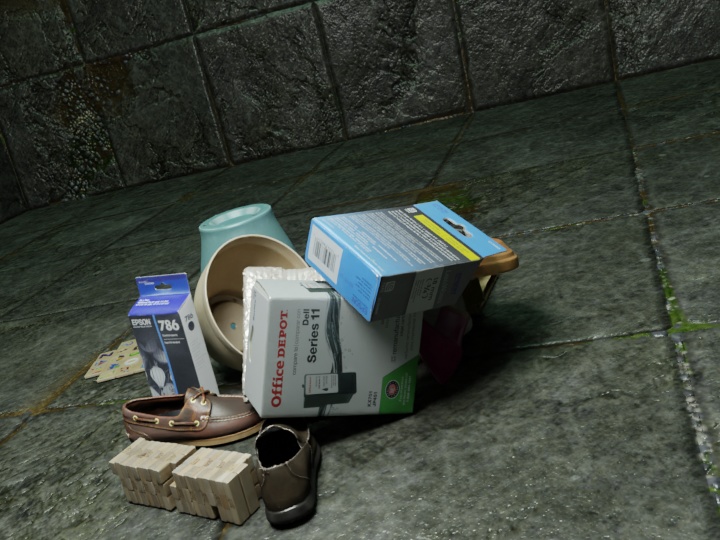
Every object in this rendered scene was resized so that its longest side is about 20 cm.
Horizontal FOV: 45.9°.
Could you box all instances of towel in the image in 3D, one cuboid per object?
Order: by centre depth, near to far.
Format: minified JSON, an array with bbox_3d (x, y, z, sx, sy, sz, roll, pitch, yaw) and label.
[{"bbox_3d":[-0.093,0.082,1.122,0.129,0.035,0.204,0,59,-10],"label":"towel"}]

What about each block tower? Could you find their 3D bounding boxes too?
[{"bbox_3d":[-0.198,0.237,0.968,0.196,0.059,0.054,0,22,36],"label":"block tower"}]

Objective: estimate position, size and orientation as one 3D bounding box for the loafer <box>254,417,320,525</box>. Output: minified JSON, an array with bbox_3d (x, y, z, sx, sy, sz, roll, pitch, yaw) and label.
[{"bbox_3d":[-0.083,0.200,0.954,0.071,0.073,0.200,-16,17,-4],"label":"loafer"}]

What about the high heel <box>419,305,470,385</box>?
[{"bbox_3d":[0.044,0.076,1.121,0.196,0.098,0.067,19,-11,17],"label":"high heel"}]

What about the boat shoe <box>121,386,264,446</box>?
[{"bbox_3d":[-0.219,0.189,1.111,0.195,0.072,0.071,-11,16,8],"label":"boat shoe"}]

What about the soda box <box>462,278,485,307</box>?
[{"bbox_3d":[0.080,0.038,1.269,0.196,0.069,0.064,-21,32,4],"label":"soda box"}]

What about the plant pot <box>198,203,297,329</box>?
[{"bbox_3d":[-0.194,-0.008,1.495,0.195,0.192,0.201,-13,17,4],"label":"plant pot"}]

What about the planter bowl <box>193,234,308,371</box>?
[{"bbox_3d":[-0.172,0.066,1.286,0.199,0.203,0.134,-31,-2,-43],"label":"planter bowl"}]

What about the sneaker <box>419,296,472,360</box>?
[{"bbox_3d":[0.067,0.072,1.187,0.197,0.094,0.075,-27,21,-31],"label":"sneaker"}]

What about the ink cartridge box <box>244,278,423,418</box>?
[{"bbox_3d":[-0.033,0.092,1.018,0.195,0.151,0.083,1,12,-20],"label":"ink cartridge box"}]

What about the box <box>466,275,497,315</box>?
[{"bbox_3d":[0.113,0.039,1.372,0.195,0.022,0.164,-8,19,24],"label":"box"}]

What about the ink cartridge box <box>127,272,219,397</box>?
[{"bbox_3d":[-0.259,0.108,1.171,0.097,0.205,0.039,-5,16,31],"label":"ink cartridge box"}]

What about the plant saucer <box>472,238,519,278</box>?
[{"bbox_3d":[0.113,-0.017,1.141,0.195,0.039,0.200,-4,7,0],"label":"plant saucer"}]

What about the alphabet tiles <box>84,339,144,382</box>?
[{"bbox_3d":[-0.378,0.144,1.492,0.195,0.006,0.167,-15,17,3],"label":"alphabet tiles"}]

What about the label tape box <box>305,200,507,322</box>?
[{"bbox_3d":[0.054,-0.016,1.015,0.196,0.065,0.144,-9,35,-35],"label":"label tape box"}]

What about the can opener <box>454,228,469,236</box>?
[{"bbox_3d":[0.089,-0.044,1.345,0.195,0.055,0.067,11,-12,13],"label":"can opener"}]
